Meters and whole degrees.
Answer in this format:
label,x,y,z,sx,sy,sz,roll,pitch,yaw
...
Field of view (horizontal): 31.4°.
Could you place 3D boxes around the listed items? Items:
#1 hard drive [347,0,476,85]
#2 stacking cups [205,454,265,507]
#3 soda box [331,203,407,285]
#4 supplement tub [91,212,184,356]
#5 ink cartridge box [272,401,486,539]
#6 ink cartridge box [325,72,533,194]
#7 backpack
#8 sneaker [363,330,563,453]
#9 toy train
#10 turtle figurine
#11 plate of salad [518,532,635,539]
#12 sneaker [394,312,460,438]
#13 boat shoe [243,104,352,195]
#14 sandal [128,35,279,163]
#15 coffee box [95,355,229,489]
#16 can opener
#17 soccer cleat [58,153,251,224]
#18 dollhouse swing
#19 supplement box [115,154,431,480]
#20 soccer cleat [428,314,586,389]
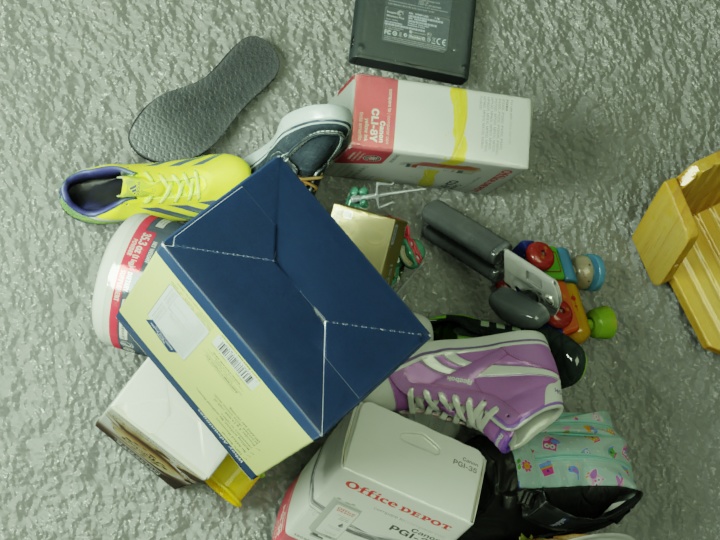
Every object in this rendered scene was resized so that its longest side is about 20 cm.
label,x,y,z,sx,sy,sz,roll,pitch,yaw
hard drive,0.066,-0.324,1.476,0.139,0.033,0.201,9,80,-13
stacking cups,-0.088,0.152,1.353,0.060,0.060,0.200,40,73,-5
soda box,-0.014,0.037,1.298,0.067,0.064,0.201,15,93,13
supplement tub,-0.155,0.031,1.288,0.199,0.140,0.141,15,78,6
ink cartridge box,0.015,0.234,1.286,0.146,0.200,0.083,25,49,-9
ink cartridge box,0.070,-0.145,1.391,0.199,0.145,0.084,6,81,-13
backpack,0.198,0.221,1.364,0.199,0.167,0.127,-2,65,-21
sneaker,0.099,0.128,1.249,0.200,0.073,0.115,-12,54,1
toy train,0.234,0.065,1.416,0.115,0.085,0.201,0,61,-27
turtle figurine,0.000,0.000,1.376,0.199,0.101,0.150,-24,70,0
plate of salad,0.193,0.316,1.340,0.199,0.200,0.048,-12,56,-16
sneaker,0.066,0.136,1.375,0.099,0.078,0.201,-8,112,-29
boat shoe,-0.064,-0.095,1.320,0.071,0.200,0.091,5,69,-28
sandal,-0.167,-0.178,1.396,0.200,0.043,0.076,-40,100,-26
coffee box,-0.186,0.147,1.254,0.113,0.200,0.080,38,71,-5
can opener,0.131,-0.005,1.375,0.067,0.053,0.200,-36,51,-27
soccer cleat,-0.212,-0.084,1.322,0.199,0.084,0.065,-8,83,1
dollhouse swing,0.450,-0.031,1.466,0.199,0.182,0.176,-23,67,-17
supplement box,-0.082,0.048,1.099,0.134,0.200,0.200,-39,89,-28
soccer cleat,0.146,0.086,1.354,0.081,0.200,0.068,4,95,-44
